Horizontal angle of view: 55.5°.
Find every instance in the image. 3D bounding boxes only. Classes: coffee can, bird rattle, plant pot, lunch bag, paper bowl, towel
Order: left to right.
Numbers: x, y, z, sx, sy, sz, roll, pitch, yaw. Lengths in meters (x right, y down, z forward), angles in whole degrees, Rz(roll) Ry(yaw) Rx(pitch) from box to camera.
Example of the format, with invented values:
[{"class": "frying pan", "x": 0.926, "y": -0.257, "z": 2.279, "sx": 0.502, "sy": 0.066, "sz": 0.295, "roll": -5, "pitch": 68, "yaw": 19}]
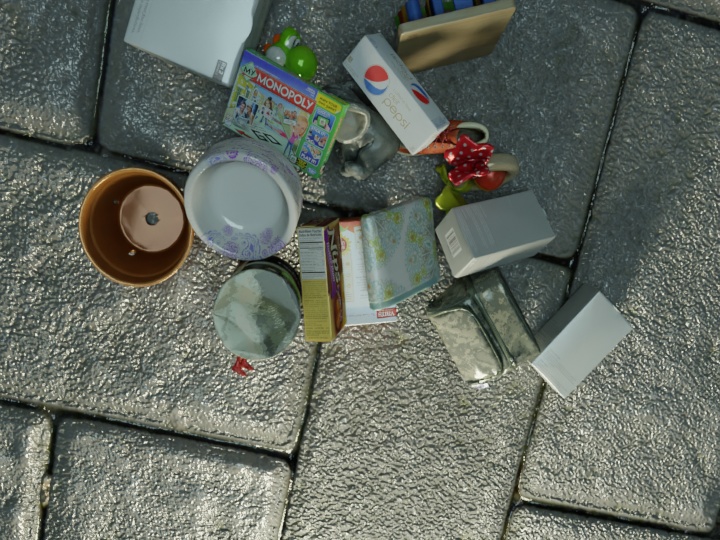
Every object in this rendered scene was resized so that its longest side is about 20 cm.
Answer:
[{"class": "plant pot", "x": -0.390, "y": -0.087, "z": 1.238, "sx": 0.193, "sy": 0.140, "sz": 0.207, "roll": -1, "pitch": 102, "yaw": -4}, {"class": "paper bowl", "x": -0.196, "y": -0.129, "z": 1.176, "sx": 0.194, "sy": 0.106, "sz": 0.206, "roll": 4, "pitch": 125, "yaw": 5}, {"class": "coffee can", "x": -0.173, "y": 0.059, "z": 1.192, "sx": 0.141, "sy": 0.200, "sz": 0.152, "roll": -1, "pitch": 98, "yaw": -4}, {"class": "towel", "x": 0.076, "y": -0.036, "z": 1.282, "sx": 0.198, "sy": 0.047, "sz": 0.177, "roll": -22, "pitch": 108, "yaw": -45}, {"class": "bird rattle", "x": 0.212, "y": -0.184, "z": 1.246, "sx": 0.158, "sy": 0.201, "sz": 0.116, "roll": -9, "pitch": 69, "yaw": -15}, {"class": "lunch bag", "x": 0.236, "y": 0.111, "z": 1.337, "sx": 0.165, "sy": 0.140, "sz": 0.203, "roll": -29, "pitch": 104, "yaw": 12}]

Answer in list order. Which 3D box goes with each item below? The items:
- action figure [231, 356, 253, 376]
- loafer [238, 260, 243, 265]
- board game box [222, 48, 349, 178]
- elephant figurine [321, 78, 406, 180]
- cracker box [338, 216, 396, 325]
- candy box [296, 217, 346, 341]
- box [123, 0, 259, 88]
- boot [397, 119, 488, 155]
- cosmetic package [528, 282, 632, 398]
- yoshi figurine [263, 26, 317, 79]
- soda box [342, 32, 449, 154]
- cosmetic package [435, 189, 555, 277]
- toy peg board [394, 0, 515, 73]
[{"class": "action figure", "x": -0.196, "y": 0.103, "z": 1.332, "sx": 0.050, "sy": 0.065, "sz": 0.206, "roll": 20, "pitch": 101, "yaw": 14}, {"class": "loafer", "x": -0.204, "y": -0.076, "z": 1.291, "sx": 0.071, "sy": 0.071, "sz": 0.207, "roll": -1, "pitch": 101, "yaw": -5}, {"class": "board game box", "x": -0.130, "y": -0.265, "z": 1.160, "sx": 0.196, "sy": 0.029, "sz": 0.137, "roll": 30, "pitch": 116, "yaw": 8}, {"class": "elephant figurine", "x": -0.023, "y": -0.271, "z": 1.202, "sx": 0.154, "sy": 0.141, "sz": 0.202, "roll": -40, "pitch": 127, "yaw": -10}, {"class": "cracker box", "x": 0.000, "y": 0.000, "z": 1.331, "sx": 0.129, "sy": 0.058, "sz": 0.207, "roll": -4, "pitch": 100, "yaw": -3}, {"class": "candy box", "x": -0.069, "y": 0.013, "z": 1.244, "sx": 0.055, "sy": 0.117, "sz": 0.207, "roll": 0, "pitch": 101, "yaw": 13}, {"class": "box", "x": -0.271, "y": -0.444, "z": 1.179, "sx": 0.195, "sy": 0.131, "sz": 0.204, "roll": 21, "pitch": 98, "yaw": -5}, {"class": "boot", "x": 0.142, "y": -0.252, "z": 1.270, "sx": 0.193, "sy": 0.107, "sz": 0.078, "roll": -1, "pitch": 100, "yaw": -2}, {"class": "cosmetic package", "x": 0.435, "y": 0.140, "z": 1.385, "sx": 0.113, "sy": 0.081, "sz": 0.200, "roll": 44, "pitch": 93, "yaw": -11}, {"class": "yoshi figurine", "x": -0.143, "y": -0.332, "z": 1.235, "sx": 0.110, "sy": 0.112, "sz": 0.204, "roll": 24, "pitch": 96, "yaw": -21}, {"class": "soda box", "x": 0.060, "y": -0.302, "z": 1.166, "sx": 0.068, "sy": 0.063, "sz": 0.202, "roll": -39, "pitch": 88, "yaw": 35}, {"class": "cosmetic package", "x": 0.251, "y": -0.070, "z": 1.274, "sx": 0.195, "sy": 0.090, "sz": 0.109, "roll": -11, "pitch": 68, "yaw": -27}, {"class": "toy peg board", "x": 0.145, "y": -0.441, "z": 1.197, "sx": 0.194, "sy": 0.199, "sz": 0.101, "roll": -14, "pitch": 86, "yaw": -2}]
